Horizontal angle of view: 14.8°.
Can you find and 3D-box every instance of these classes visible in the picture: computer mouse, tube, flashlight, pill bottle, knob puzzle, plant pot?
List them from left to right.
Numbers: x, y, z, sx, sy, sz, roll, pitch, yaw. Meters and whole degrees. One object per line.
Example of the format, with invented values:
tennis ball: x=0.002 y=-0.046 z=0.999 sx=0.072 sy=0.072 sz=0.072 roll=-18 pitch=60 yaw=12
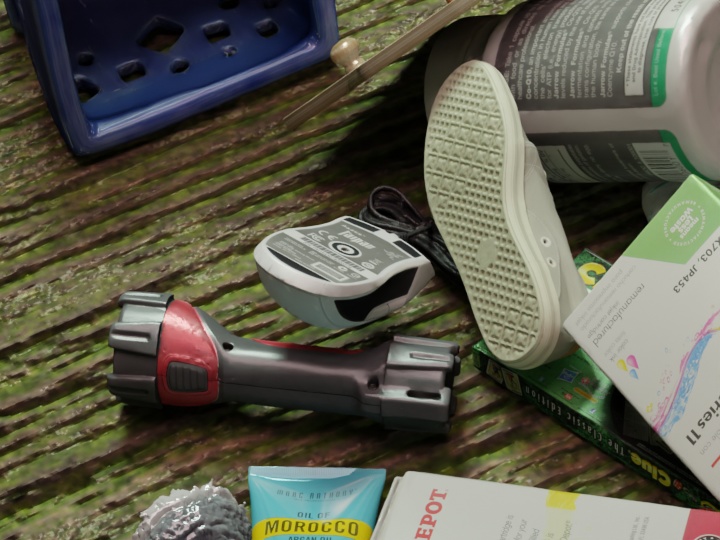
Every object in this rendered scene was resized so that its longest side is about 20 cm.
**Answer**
plant pot: x=-0.145 y=-0.225 z=1.793 sx=0.199 sy=0.201 sz=0.180 roll=-23 pitch=40 yaw=-15
flashlight: x=-0.043 y=0.054 z=1.595 sx=0.198 sy=0.068 sz=0.068 roll=5 pitch=72 yaw=7
tube: x=-0.029 y=0.178 z=1.482 sx=0.077 sy=0.051 sz=0.201 roll=5 pitch=41 yaw=-1
computer mouse: x=0.000 y=0.000 z=1.608 sx=0.109 sy=0.044 sz=0.200 roll=30 pitch=23 yaw=24
knob puzzle: x=0.055 y=-0.170 z=1.705 sx=0.219 sy=0.219 sz=0.031 roll=-36 pitch=94 yaw=-26
pill bottle: x=0.142 y=-0.109 z=1.658 sx=0.199 sy=0.114 sz=0.113 roll=2 pitch=41 yaw=41

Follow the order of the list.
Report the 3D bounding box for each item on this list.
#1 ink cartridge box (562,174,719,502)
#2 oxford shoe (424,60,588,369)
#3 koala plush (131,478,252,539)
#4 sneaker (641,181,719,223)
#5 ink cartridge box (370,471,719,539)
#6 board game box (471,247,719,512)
ink cartridge box: x=0.213 y=0.056 z=1.488 sx=0.117 sy=0.067 sz=0.200 roll=-50 pitch=50 yaw=11
oxford shoe: x=0.086 y=-0.030 z=1.606 sx=0.057 sy=0.075 sz=0.201 roll=12 pitch=52 yaw=-40
koala plush: x=-0.118 y=0.199 z=1.368 sx=0.199 sy=0.185 sz=0.178 roll=-20 pitch=47 yaw=-12
sneaker: x=0.261 y=-0.063 z=1.666 sx=0.199 sy=0.071 sz=0.080 roll=-18 pitch=43 yaw=-10
ink cartridge box: x=0.100 y=0.187 z=1.413 sx=0.198 sy=0.084 sz=0.145 roll=7 pitch=36 yaw=14
board game box: x=0.171 y=0.066 z=1.581 sx=0.199 sy=0.024 sz=0.105 roll=33 pitch=59 yaw=32
